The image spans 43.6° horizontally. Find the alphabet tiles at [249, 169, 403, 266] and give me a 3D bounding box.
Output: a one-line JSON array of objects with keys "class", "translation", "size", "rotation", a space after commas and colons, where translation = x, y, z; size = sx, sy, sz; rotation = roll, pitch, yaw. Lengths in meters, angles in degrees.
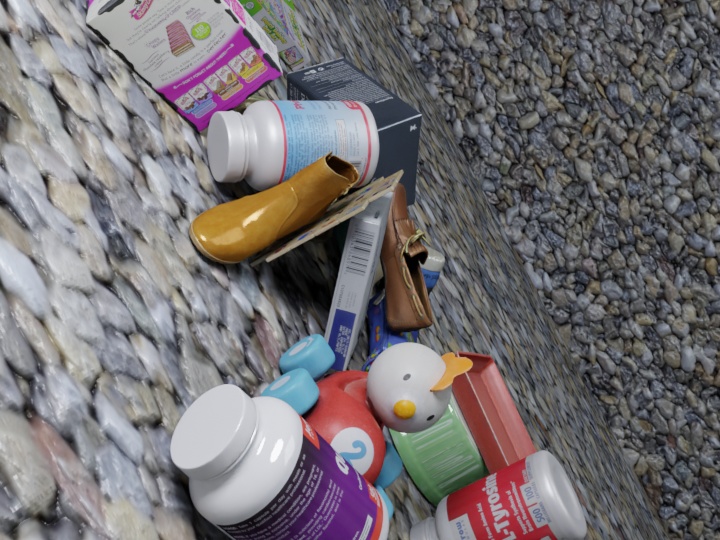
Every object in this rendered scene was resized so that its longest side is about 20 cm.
[{"class": "alphabet tiles", "translation": [-0.039, -0.064, 1.086], "size": [0.006, 0.198, 0.167], "rotation": [59, 16, -11]}]

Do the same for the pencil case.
[{"class": "pencil case", "translation": [0.043, 0.099, 1.278], "size": [0.201, 0.077, 0.088], "rotation": [-84, 154, -62]}]

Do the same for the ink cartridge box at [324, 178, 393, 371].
[{"class": "ink cartridge box", "translation": [0.000, 0.000, 1.162], "size": [0.200, 0.040, 0.203], "rotation": [-68, 172, -68]}]

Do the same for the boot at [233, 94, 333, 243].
[{"class": "boot", "translation": [-0.107, -0.134, 1.208], "size": [0.200, 0.071, 0.156], "rotation": [44, 20, -55]}]

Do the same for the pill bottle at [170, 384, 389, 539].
[{"class": "pill bottle", "translation": [-0.067, 0.185, 0.761], "size": [0.201, 0.111, 0.113], "rotation": [50, 20, -34]}]

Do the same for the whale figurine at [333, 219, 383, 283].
[{"class": "whale figurine", "translation": [0.000, -0.039, 1.363], "size": [0.161, 0.102, 0.202], "rotation": [95, 10, -48]}]

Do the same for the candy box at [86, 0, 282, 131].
[{"class": "candy box", "translation": [-0.202, -0.274, 1.048], "size": [0.200, 0.135, 0.062], "rotation": [45, 21, -45]}]

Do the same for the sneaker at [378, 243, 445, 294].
[{"class": "sneaker", "translation": [0.046, -0.012, 1.493], "size": [0.199, 0.113, 0.076], "rotation": [33, 21, 34]}]

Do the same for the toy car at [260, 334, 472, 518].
[{"class": "toy car", "translation": [0.029, 0.144, 0.958], "size": [0.186, 0.198, 0.177], "rotation": [57, 17, -11]}]

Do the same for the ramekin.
[{"class": "ramekin", "translation": [0.122, 0.224, 1.281], "size": [0.201, 0.097, 0.201], "rotation": [53, 18, -26]}]

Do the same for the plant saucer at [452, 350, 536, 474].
[{"class": "plant saucer", "translation": [0.189, 0.215, 1.260], "size": [0.203, 0.036, 0.199], "rotation": [66, 17, 16]}]

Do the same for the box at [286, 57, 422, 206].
[{"class": "box", "translation": [-0.013, -0.189, 1.300], "size": [0.200, 0.106, 0.151], "rotation": [42, -37, 39]}]

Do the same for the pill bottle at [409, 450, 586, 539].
[{"class": "pill bottle", "translation": [0.163, 0.310, 1.094], "size": [0.113, 0.198, 0.113], "rotation": [52, 18, -25]}]

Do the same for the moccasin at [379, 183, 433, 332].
[{"class": "moccasin", "translation": [0.063, -0.021, 1.220], "size": [0.073, 0.076, 0.206], "rotation": [25, 57, -58]}]

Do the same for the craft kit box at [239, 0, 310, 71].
[{"class": "craft kit box", "translation": [-0.176, -0.491, 1.627], "size": [0.197, 0.048, 0.203], "rotation": [43, 25, -53]}]

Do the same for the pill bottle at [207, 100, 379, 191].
[{"class": "pill bottle", "translation": [-0.084, -0.154, 1.114], "size": [0.197, 0.109, 0.110], "rotation": [-5, 59, -28]}]

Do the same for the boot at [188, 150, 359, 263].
[{"class": "boot", "translation": [-0.091, -0.080, 1.014], "size": [0.071, 0.143, 0.200], "rotation": [57, 28, 7]}]
